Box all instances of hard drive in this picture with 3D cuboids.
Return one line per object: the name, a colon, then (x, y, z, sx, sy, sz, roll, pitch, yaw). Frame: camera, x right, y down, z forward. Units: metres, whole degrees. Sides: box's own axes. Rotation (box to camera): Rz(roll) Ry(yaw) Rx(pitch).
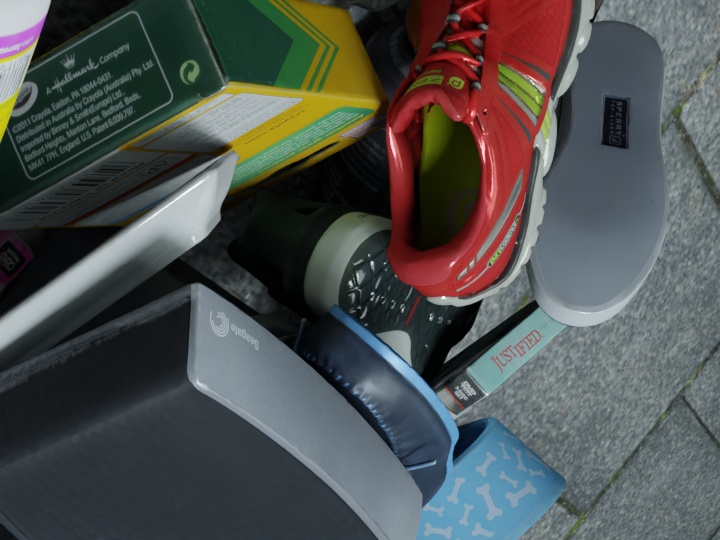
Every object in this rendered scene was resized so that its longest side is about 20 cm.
hard drive: (-0.065, 0.087, 0.877, 0.135, 0.042, 0.200, -24, 143, 14)

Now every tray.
tray: (-0.128, 0.021, 0.868, 0.200, 0.022, 0.107, -35, -174, 5)

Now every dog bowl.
dog bowl: (0.028, 0.129, 1.169, 0.111, 0.050, 0.200, -38, -175, -25)

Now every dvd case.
dvd case: (0.032, 0.074, 1.180, 0.200, 0.022, 0.146, -40, 178, 39)

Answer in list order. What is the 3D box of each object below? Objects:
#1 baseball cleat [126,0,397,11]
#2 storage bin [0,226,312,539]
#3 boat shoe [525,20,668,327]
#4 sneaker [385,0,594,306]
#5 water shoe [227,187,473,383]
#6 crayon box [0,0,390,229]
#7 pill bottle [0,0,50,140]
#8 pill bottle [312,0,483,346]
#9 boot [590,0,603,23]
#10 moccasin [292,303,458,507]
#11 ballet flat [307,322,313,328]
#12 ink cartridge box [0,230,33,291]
baseball cleat: (-0.019, -0.141, 0.964, 0.200, 0.070, 0.107, -38, 141, -28)
storage bin: (-0.122, 0.075, 1.021, 0.200, 0.134, 0.146, -55, 157, 6)
boat shoe: (0.125, -0.041, 1.165, 0.065, 0.073, 0.200, 103, 5, -51)
sneaker: (0.050, -0.084, 0.959, 0.085, 0.077, 0.200, 1, 93, -63)
water shoe: (0.000, 0.000, 1.071, 0.072, 0.079, 0.200, -62, 160, -5)
crayon box: (-0.073, -0.065, 0.930, 0.126, 0.052, 0.200, -27, 171, 20)
pill bottle: (-0.184, -0.039, 0.778, 0.104, 0.104, 0.200, -18, 140, -52)
pill bottle: (0.037, -0.059, 1.153, 0.106, 0.106, 0.200, -29, 148, -42)
boot: (0.131, -0.159, 1.233, 0.186, 0.064, 0.200, -6, 128, -42)
moccasin: (0.002, 0.081, 0.990, 0.068, 0.080, 0.200, -43, 155, -10)
ballet flat: (-0.023, 0.060, 1.283, 0.200, 0.071, 0.071, -36, 153, -28)
ink cartridge box: (-0.225, 0.039, 0.908, 0.200, 0.037, 0.095, -46, 157, -8)
